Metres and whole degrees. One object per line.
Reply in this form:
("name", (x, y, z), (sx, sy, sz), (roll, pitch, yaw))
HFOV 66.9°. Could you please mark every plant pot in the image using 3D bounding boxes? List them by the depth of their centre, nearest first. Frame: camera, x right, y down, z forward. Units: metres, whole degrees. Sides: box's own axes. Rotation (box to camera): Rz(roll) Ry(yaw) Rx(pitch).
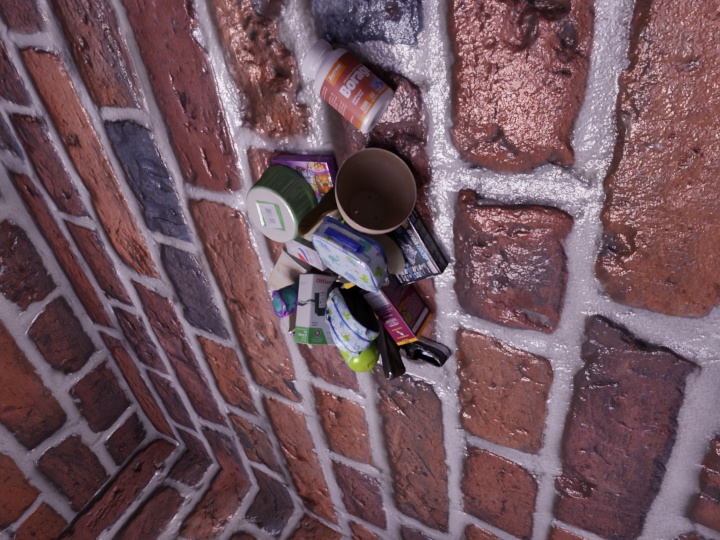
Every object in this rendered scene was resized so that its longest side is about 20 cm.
("plant pot", (0.028, -0.173, 1.328), (0.198, 0.202, 0.135), (38, 163, 2))

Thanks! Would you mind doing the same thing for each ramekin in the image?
("ramekin", (-0.223, -0.177, 1.511), (0.195, 0.098, 0.204), (22, 137, 21))

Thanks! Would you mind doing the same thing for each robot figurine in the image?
("robot figurine", (-0.013, 0.230, 1.715), (0.203, 0.114, 0.176), (59, -176, 26))

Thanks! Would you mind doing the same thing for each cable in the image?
("cable", (0.000, 0.000, 1.462), (0.195, 0.050, 0.100), (-8, 112, 38))

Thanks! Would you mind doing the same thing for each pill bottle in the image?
("pill bottle", (-0.031, -0.410, 1.203), (0.198, 0.113, 0.113), (40, 140, 1))

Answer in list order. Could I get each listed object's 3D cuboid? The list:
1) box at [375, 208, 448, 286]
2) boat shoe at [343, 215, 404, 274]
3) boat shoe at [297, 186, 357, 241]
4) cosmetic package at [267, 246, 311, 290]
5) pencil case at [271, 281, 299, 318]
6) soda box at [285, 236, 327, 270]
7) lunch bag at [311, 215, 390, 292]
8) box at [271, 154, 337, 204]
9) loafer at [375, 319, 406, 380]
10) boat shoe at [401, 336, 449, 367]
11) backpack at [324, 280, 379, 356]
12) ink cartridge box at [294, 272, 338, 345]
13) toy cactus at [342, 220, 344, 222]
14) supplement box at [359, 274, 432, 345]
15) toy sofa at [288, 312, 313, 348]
("box", (0.118, -0.065, 1.440), (0.157, 0.046, 0.203), (-18, 112, 46))
("boat shoe", (0.035, -0.067, 1.425), (0.200, 0.074, 0.063), (40, 172, -9))
("boat shoe", (-0.078, -0.153, 1.442), (0.198, 0.075, 0.066), (-37, 142, 14))
("cosmetic package", (-0.221, 0.001, 1.751), (0.103, 0.073, 0.201), (38, 141, 3))
("pencil case", (-0.178, 0.082, 1.685), (0.094, 0.196, 0.086), (56, 140, 23))
("soda box", (-0.146, -0.068, 1.584), (0.198, 0.067, 0.065), (25, 139, 48))
("lunch bag", (-0.022, -0.041, 1.344), (0.196, 0.083, 0.162), (29, 161, 27))
("box", (-0.144, -0.245, 1.496), (0.195, 0.039, 0.140), (9, 131, 33))
("loafer", (0.093, 0.231, 1.653), (0.069, 0.206, 0.073), (-2, 155, -19))
("boat shoe", (0.172, 0.245, 1.656), (0.195, 0.066, 0.072), (19, 135, 25))
("backpack", (-0.021, 0.142, 1.528), (0.162, 0.156, 0.199), (37, 178, -30))
("ink cartridge box", (-0.113, 0.116, 1.631), (0.082, 0.143, 0.208), (-2, 83, 53))
("toy cactus", (-0.026, -0.062, 1.525), (0.202, 0.102, 0.164), (53, 154, -11))
("supplement box", (0.102, 0.094, 1.544), (0.085, 0.111, 0.202), (-22, 110, 46))
("toy sofa", (-0.177, 0.168, 1.763), (0.096, 0.201, 0.084), (-31, 112, 2))
